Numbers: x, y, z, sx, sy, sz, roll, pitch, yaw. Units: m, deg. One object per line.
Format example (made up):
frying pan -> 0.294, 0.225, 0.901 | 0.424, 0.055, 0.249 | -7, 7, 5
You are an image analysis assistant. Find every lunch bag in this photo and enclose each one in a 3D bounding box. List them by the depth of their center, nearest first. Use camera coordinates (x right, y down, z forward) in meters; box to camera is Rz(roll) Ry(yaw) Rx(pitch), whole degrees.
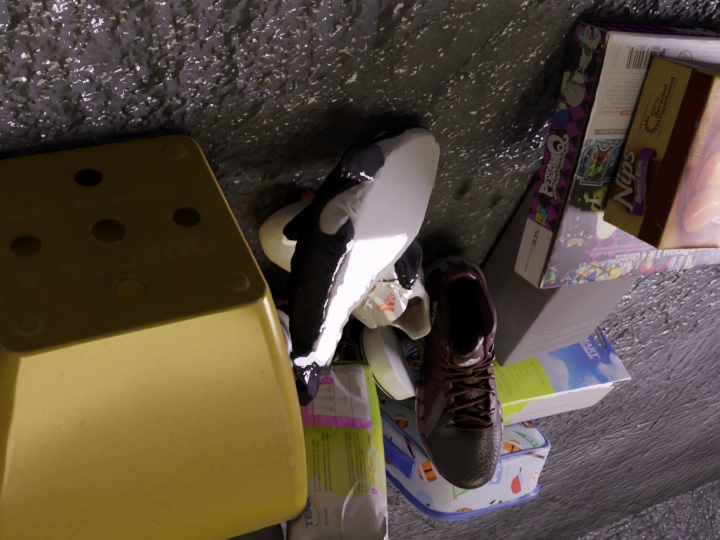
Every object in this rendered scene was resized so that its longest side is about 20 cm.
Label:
lunch bag -> 0.073, 0.157, 0.985 | 0.159, 0.200, 0.076 | -8, 119, -33

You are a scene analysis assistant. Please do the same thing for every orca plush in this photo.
orca plush -> -0.016, -0.012, 0.640 | 0.071, 0.201, 0.105 | 2, 157, 36

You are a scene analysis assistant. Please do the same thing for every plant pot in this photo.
plant pot -> -0.144, 0.038, 0.579 | 0.199, 0.200, 0.177 | -12, 140, -24

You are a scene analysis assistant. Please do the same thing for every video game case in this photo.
video game case -> 0.213, -0.082, 0.723 | 0.199, 0.036, 0.182 | -7, 119, -33

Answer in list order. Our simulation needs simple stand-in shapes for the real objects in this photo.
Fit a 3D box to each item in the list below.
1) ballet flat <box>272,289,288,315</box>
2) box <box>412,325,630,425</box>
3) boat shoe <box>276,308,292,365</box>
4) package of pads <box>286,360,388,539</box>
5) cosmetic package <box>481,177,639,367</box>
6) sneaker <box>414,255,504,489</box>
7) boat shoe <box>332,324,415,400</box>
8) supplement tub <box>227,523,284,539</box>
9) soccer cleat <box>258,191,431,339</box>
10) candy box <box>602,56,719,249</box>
ballet flat -> -0.111, 0.089, 0.777 | 0.200, 0.066, 0.057 | -49, 163, 4
box -> 0.156, 0.082, 0.982 | 0.199, 0.122, 0.048 | -5, 145, -34
boat shoe -> -0.138, 0.095, 0.714 | 0.199, 0.075, 0.093 | -33, 177, 12
package of pads -> -0.020, 0.175, 0.725 | 0.068, 0.200, 0.155 | 1, 120, -4
cosmetic package -> 0.179, -0.005, 0.882 | 0.106, 0.091, 0.200 | -13, 149, -24
sneaker -> 0.081, 0.089, 0.824 | 0.075, 0.201, 0.116 | -7, -179, 0
boat shoe -> 0.008, 0.085, 0.873 | 0.063, 0.071, 0.200 | -22, 173, 1
supplement tub -> -0.140, 0.238, 0.703 | 0.144, 0.145, 0.201 | -8, 135, -30
soccer cleat -> 0.000, 0.000, 0.741 | 0.069, 0.078, 0.200 | -33, 153, 19
candy box -> 0.270, -0.079, 0.704 | 0.199, 0.056, 0.117 | -3, 115, -36
